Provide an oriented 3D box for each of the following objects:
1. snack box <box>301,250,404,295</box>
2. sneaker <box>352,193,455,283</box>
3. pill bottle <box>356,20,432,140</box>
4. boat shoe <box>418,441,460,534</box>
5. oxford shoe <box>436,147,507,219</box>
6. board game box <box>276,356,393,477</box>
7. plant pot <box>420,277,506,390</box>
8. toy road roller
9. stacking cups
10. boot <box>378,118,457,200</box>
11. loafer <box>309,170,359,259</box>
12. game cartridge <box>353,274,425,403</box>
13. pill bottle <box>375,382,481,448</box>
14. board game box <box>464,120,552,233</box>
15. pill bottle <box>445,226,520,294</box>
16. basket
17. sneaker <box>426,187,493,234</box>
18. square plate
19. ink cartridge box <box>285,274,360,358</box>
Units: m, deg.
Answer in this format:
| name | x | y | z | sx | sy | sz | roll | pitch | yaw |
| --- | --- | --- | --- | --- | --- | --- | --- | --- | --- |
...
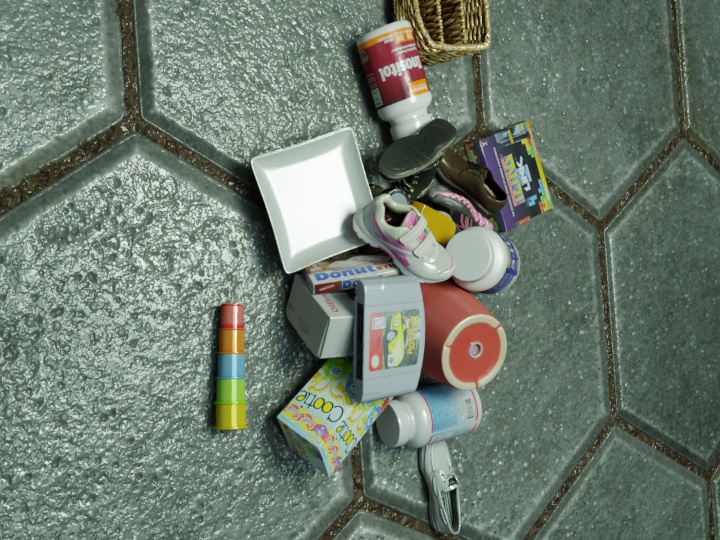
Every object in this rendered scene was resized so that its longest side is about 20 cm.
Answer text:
| name | x | y | z | sx | sy | sz | roll | pitch | yaw |
| --- | --- | --- | --- | --- | --- | --- | --- | --- | --- |
| snack box | 0.000 | 0.000 | 1.305 | 0.195 | 0.072 | 0.025 | -9 | 124 | -19 |
| sneaker | 0.082 | -0.054 | 1.267 | 0.197 | 0.088 | 0.082 | 32 | 57 | -5 |
| pill bottle | 0.072 | -0.361 | 1.434 | 0.111 | 0.112 | 0.205 | -25 | 101 | -32 |
| boat shoe | 0.169 | 0.419 | 1.482 | 0.072 | 0.066 | 0.206 | -13 | 95 | -33 |
| oxford shoe | 0.225 | -0.201 | 1.534 | 0.199 | 0.084 | 0.073 | 39 | 56 | -8 |
| board game box | -0.036 | 0.236 | 1.310 | 0.200 | 0.102 | 0.106 | -46 | 145 | -26 |
| plant pot | 0.171 | 0.123 | 1.404 | 0.195 | 0.177 | 0.206 | -7 | 107 | -23 |
| toy road roller | 0.068 | -0.067 | 1.417 | 0.196 | 0.122 | 0.150 | 21 | 90 | -30 |
| stacking cups | -0.215 | 0.158 | 1.241 | 0.059 | 0.060 | 0.206 | 2 | 86 | -33 |
| boot | 0.094 | -0.183 | 1.407 | 0.073 | 0.155 | 0.203 | 40 | 53 | 15 |
| loafer | -0.069 | -0.093 | 1.347 | 0.070 | 0.072 | 0.204 | -33 | 104 | -28 |
| game cartridge | 0.049 | 0.112 | 1.253 | 0.131 | 0.040 | 0.206 | -6 | 100 | -38 |
| pill bottle | 0.130 | 0.277 | 1.440 | 0.196 | 0.108 | 0.112 | -6 | 90 | -34 |
| board game box | 0.326 | -0.205 | 1.632 | 0.163 | 0.056 | 0.205 | -26 | 101 | -33 |
| pill bottle | 0.230 | -0.019 | 1.425 | 0.199 | 0.117 | 0.124 | 9 | 81 | -67 |
| basket | 0.157 | -0.525 | 1.465 | 0.141 | 0.147 | 0.206 | -2 | 89 | -47 |
| sneaker | 0.193 | -0.093 | 1.518 | 0.198 | 0.078 | 0.097 | 33 | 85 | -40 |
| square plate | -0.074 | -0.123 | 1.296 | 0.194 | 0.028 | 0.205 | -20 | 98 | -20 |
| ink cartridge box | -0.013 | 0.075 | 1.322 | 0.196 | 0.145 | 0.086 | -1 | 120 | -34 |
